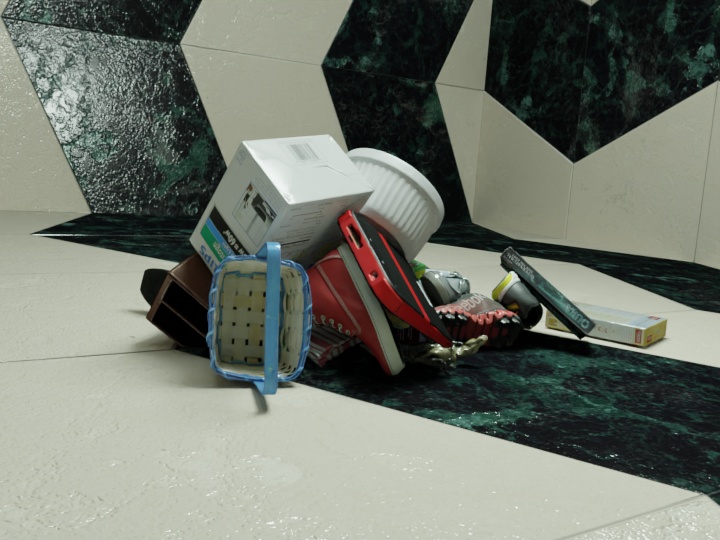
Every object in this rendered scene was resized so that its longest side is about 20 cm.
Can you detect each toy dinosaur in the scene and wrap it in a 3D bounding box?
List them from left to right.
[{"bbox_3d":[0.096,0.124,1.133,0.194,0.049,0.088,0,5,-1],"label":"toy dinosaur"}]

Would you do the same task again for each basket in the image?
[{"bbox_3d":[-0.128,0.058,0.983,0.135,0.182,0.200,4,-2,-12],"label":"basket"}]

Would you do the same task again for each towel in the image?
[{"bbox_3d":[-0.049,0.080,1.189,0.144,0.031,0.198,23,28,33],"label":"towel"}]

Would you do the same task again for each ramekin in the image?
[{"bbox_3d":[0.031,-0.094,1.267,0.197,0.106,0.201,27,-21,11],"label":"ramekin"}]

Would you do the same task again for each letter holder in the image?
[{"bbox_3d":[-0.209,0.039,1.189,0.141,0.101,0.200,38,33,2],"label":"letter holder"}]

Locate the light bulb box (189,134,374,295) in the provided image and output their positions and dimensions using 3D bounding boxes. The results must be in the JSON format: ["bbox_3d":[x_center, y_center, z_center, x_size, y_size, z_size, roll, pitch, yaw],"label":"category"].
[{"bbox_3d":[-0.118,-0.082,1.145,0.196,0.201,0.126,-15,60,-50],"label":"light bulb box"}]

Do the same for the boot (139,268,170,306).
[{"bbox_3d":[-0.277,0.050,1.353,0.197,0.079,0.138,23,11,23],"label":"boot"}]

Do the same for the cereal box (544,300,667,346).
[{"bbox_3d":[0.477,0.101,1.484,0.197,0.041,0.142,12,11,37],"label":"cereal box"}]

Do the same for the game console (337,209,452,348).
[{"bbox_3d":[0.048,0.011,1.106,0.176,0.031,0.202,40,17,-45],"label":"game console"}]

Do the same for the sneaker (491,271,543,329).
[{"bbox_3d":[0.287,0.078,1.370,0.085,0.074,0.200,49,2,29],"label":"sneaker"}]

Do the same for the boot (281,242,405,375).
[{"bbox_3d":[-0.032,0.080,1.083,0.142,0.203,0.073,-29,-19,1],"label":"boot"}]

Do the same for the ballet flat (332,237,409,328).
[{"bbox_3d":[0.018,0.005,1.204,0.070,0.071,0.200,-5,45,-51],"label":"ballet flat"}]

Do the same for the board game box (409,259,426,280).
[{"bbox_3d":[0.000,0.000,1.319,0.197,0.030,0.133,-14,30,-41],"label":"board game box"}]

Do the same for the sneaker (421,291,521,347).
[{"bbox_3d":[0.171,0.082,1.282,0.196,0.072,0.098,2,28,-29],"label":"sneaker"}]

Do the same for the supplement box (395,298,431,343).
[{"bbox_3d":[0.022,0.078,1.328,0.194,0.063,0.109,5,9,8],"label":"supplement box"}]

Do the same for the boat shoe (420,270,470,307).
[{"bbox_3d":[0.161,0.036,1.362,0.070,0.071,0.201,45,-3,28],"label":"boat shoe"}]

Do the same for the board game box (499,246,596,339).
[{"bbox_3d":[0.331,0.042,1.364,0.200,0.028,0.135,44,2,14],"label":"board game box"}]

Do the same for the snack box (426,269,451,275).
[{"bbox_3d":[0.088,0.033,1.525,0.195,0.054,0.142,7,-13,15],"label":"snack box"}]
